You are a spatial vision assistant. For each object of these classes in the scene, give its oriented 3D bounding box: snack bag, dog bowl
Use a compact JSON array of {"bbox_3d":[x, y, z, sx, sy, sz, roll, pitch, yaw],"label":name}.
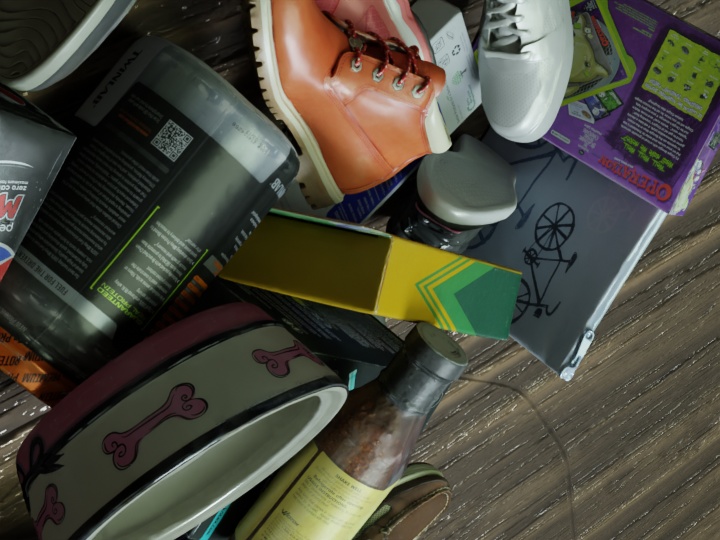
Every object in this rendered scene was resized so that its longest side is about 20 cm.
[{"bbox_3d":[0.142,-0.042,1.289,0.021,0.200,0.189,25,98,-43],"label":"snack bag"},{"bbox_3d":[-0.108,0.095,0.999,0.200,0.074,0.200,-33,168,-8],"label":"dog bowl"}]

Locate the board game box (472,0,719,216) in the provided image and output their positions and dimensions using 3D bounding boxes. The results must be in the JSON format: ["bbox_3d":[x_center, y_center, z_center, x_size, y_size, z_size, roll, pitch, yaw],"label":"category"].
[{"bbox_3d":[0.169,-0.138,1.227,0.032,0.200,0.120,8,114,-57],"label":"board game box"}]

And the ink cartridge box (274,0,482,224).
[{"bbox_3d":[0.002,-0.089,1.204,0.200,0.039,0.100,-47,148,-16],"label":"ink cartridge box"}]

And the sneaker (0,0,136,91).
[{"bbox_3d":[-0.113,-0.168,0.940,0.200,0.075,0.106,-56,149,0],"label":"sneaker"}]

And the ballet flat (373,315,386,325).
[{"bbox_3d":[-0.004,0.122,1.369,0.067,0.064,0.201,-11,128,-49],"label":"ballet flat"}]

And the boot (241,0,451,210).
[{"bbox_3d":[-0.008,-0.122,1.032,0.107,0.075,0.200,-16,145,8],"label":"boot"}]

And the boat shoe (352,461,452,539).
[{"bbox_3d":[-0.005,0.211,1.205,0.202,0.075,0.075,-33,146,-26],"label":"boat shoe"}]

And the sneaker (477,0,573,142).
[{"bbox_3d":[0.091,-0.187,1.169,0.115,0.073,0.201,-4,101,-56],"label":"sneaker"}]

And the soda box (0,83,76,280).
[{"bbox_3d":[-0.234,-0.006,0.929,0.063,0.071,0.200,18,104,-52],"label":"soda box"}]

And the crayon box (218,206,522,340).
[{"bbox_3d":[0.000,0.000,1.121,0.200,0.125,0.052,15,88,-56],"label":"crayon box"}]

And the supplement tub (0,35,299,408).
[{"bbox_3d":[-0.139,-0.023,0.996,0.200,0.122,0.123,-51,148,-7],"label":"supplement tub"}]

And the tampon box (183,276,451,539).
[{"bbox_3d":[-0.062,0.092,1.202,0.150,0.126,0.200,-58,149,9],"label":"tampon box"}]

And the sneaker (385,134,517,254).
[{"bbox_3d":[0.057,-0.033,1.242,0.099,0.071,0.200,-55,178,15],"label":"sneaker"}]

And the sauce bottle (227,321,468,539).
[{"bbox_3d":[-0.006,0.120,1.094,0.200,0.066,0.066,-51,151,19],"label":"sauce bottle"}]

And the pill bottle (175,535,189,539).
[{"bbox_3d":[-0.087,0.273,1.260,0.112,0.200,0.112,-42,150,-32],"label":"pill bottle"}]

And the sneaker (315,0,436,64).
[{"bbox_3d":[-0.013,-0.160,1.091,0.087,0.074,0.201,-27,127,-17],"label":"sneaker"}]
